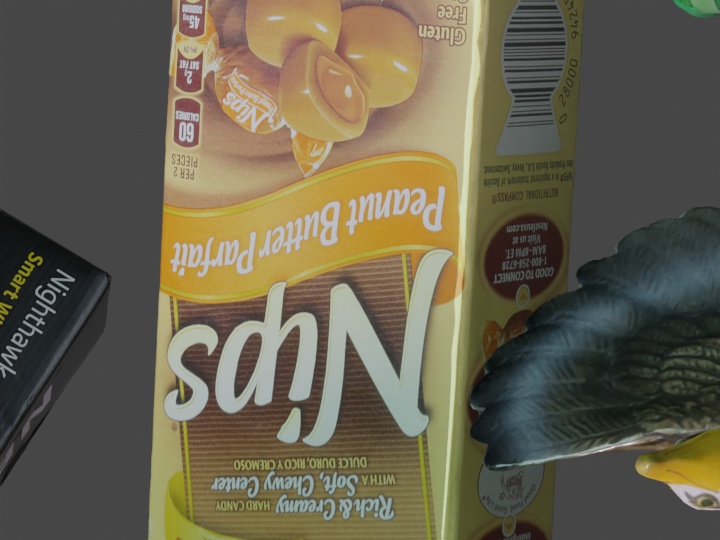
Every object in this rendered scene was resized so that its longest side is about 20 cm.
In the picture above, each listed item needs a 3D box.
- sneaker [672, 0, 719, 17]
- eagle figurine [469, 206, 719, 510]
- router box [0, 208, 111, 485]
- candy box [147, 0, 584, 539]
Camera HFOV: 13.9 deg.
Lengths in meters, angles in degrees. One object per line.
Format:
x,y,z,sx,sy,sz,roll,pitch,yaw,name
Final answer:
0.077,-0.159,0.769,0.083,0.074,0.201,-22,79,34,sneaker
0.123,0.048,0.731,0.152,0.150,0.200,-66,12,-24,eagle figurine
-0.190,0.052,0.911,0.149,0.051,0.201,30,69,4,router box
0.000,0.000,0.856,0.115,0.055,0.201,9,99,38,candy box
